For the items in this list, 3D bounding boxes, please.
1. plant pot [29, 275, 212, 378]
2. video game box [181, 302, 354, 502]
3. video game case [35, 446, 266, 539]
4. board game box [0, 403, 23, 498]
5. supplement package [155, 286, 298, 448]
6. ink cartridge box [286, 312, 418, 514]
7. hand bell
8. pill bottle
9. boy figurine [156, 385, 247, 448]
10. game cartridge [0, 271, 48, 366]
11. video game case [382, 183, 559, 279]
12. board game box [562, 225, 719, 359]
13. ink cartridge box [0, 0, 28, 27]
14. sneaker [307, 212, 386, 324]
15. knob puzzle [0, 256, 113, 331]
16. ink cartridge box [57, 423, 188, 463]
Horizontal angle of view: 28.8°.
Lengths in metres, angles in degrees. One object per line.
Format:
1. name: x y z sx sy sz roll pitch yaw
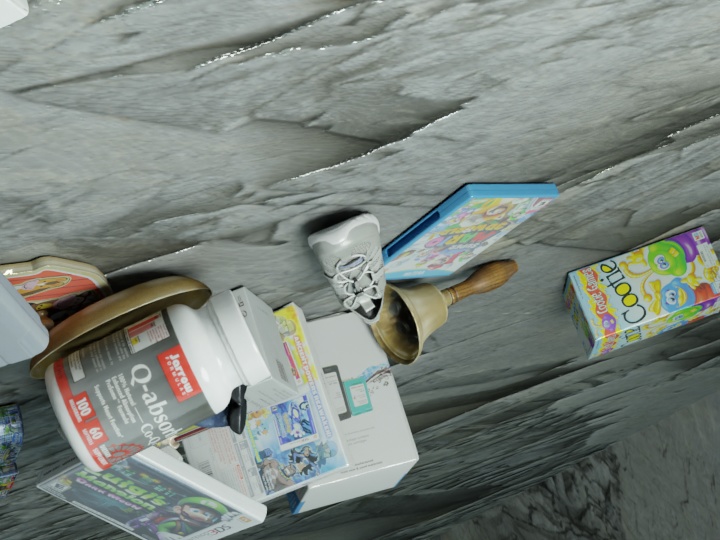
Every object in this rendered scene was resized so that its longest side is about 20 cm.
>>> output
1. plant pot: -0.244 0.053 1.408 0.198 0.028 0.200 -25 172 -4
2. video game box: -0.122 0.164 1.627 0.180 0.202 0.047 -22 167 10
3. video game case: -0.232 0.250 1.544 0.199 0.024 0.181 33 140 -26
4. board game box: -0.507 0.235 1.650 0.198 0.062 0.200 -11 160 -27
5. supplement package: -0.187 0.115 1.558 0.198 0.111 0.114 -22 162 8
6. ink cartridge box: -0.036 0.175 1.743 0.144 0.202 0.147 -12 161 -16
7. hand bell: 0.114 0.027 1.705 0.199 0.105 0.104 -25 167 -30
8. pill bottle: -0.197 0.103 1.369 0.198 0.117 0.116 -26 162 -4
9. boy figurine: -0.216 0.122 1.459 0.197 0.126 0.064 5 -169 2
10. game cartridge: -0.395 0.058 1.246 0.198 0.042 0.133 -17 153 5
11. video game case: 0.109 -0.042 1.565 0.142 0.018 0.200 -4 156 -41
12. board game box: 0.393 0.032 1.936 0.198 0.104 0.105 -19 162 -2
13. ink cartridge box: -0.272 -0.153 0.643 0.198 0.147 0.083 -22 164 9
14. sneaker: 0.000 0.000 1.466 0.074 0.083 0.200 -21 162 6
15. knob puzzle: -0.325 0.043 1.337 0.217 0.031 0.220 -18 162 -6
16. ink cartridge box: -0.275 0.232 1.720 0.083 0.146 0.200 -46 166 -12
